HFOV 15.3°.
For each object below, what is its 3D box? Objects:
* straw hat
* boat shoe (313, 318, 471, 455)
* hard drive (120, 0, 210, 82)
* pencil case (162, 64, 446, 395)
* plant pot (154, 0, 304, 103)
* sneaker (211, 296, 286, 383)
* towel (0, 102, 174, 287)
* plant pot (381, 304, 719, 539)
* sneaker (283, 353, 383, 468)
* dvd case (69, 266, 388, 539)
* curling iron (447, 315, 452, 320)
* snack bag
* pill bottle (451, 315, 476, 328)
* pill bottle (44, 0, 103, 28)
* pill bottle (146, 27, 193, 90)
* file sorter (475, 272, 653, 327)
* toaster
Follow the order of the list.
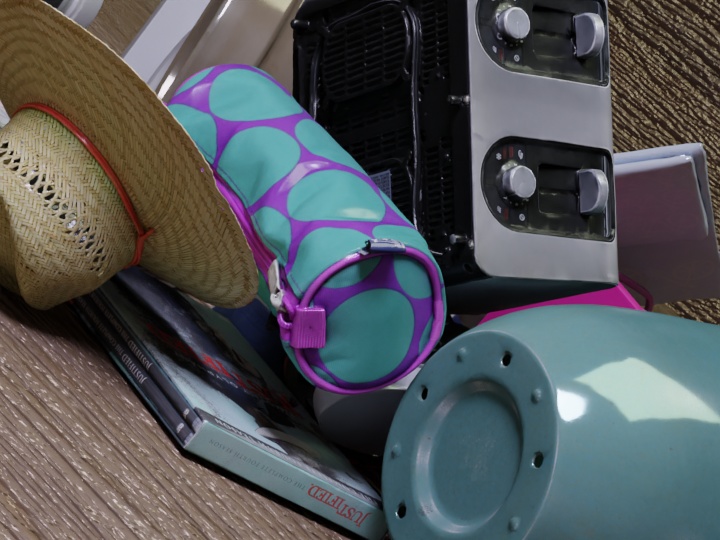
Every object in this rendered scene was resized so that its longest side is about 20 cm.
[{"bbox_3d":[-0.146,-0.030,1.272,0.201,0.085,0.201,38,-22,19],"label":"straw hat"},{"bbox_3d":[0.047,0.056,1.426,0.200,0.070,0.066,5,57,-42],"label":"boat shoe"},{"bbox_3d":[-0.076,-0.120,1.949,0.200,0.132,0.025,36,9,-14],"label":"hard drive"},{"bbox_3d":[-0.036,-0.025,1.347,0.092,0.085,0.200,4,29,-33],"label":"pencil case"},{"bbox_3d":[-0.037,-0.098,1.701,0.173,0.200,0.200,31,9,-9],"label":"plant pot"},{"bbox_3d":[0.000,0.000,1.560,0.081,0.115,0.199,46,22,10],"label":"sneaker"},{"bbox_3d":[-0.179,-0.062,1.538,0.200,0.032,0.191,40,8,10],"label":"towel"},{"bbox_3d":[0.108,0.106,1.315,0.161,0.201,0.201,18,18,-37],"label":"plant pot"},{"bbox_3d":[0.014,0.070,1.515,0.200,0.071,0.098,23,9,-48],"label":"sneaker"},{"bbox_3d":[-0.077,0.055,1.365,0.146,0.022,0.200,31,12,-41],"label":"dvd case"},{"bbox_3d":[0.041,0.036,1.671,0.050,0.026,0.200,61,4,-4],"label":"curling iron"},{"bbox_3d":[0.131,-0.014,1.685,0.200,0.188,0.021,67,17,-60],"label":"snack bag"},{"bbox_3d":[0.102,0.029,1.839,0.200,0.120,0.120,47,8,-3],"label":"pill bottle"},{"bbox_3d":[-0.254,-0.215,1.759,0.116,0.116,0.200,42,9,25],"label":"pill bottle"},{"bbox_3d":[-0.060,-0.079,1.891,0.200,0.104,0.104,36,8,-15],"label":"pill bottle"},{"bbox_3d":[0.164,0.104,1.641,0.125,0.139,0.200,27,20,-50],"label":"file sorter"},{"bbox_3d":[0.045,-0.067,1.418,0.118,0.182,0.200,5,-11,-34],"label":"toaster"}]
